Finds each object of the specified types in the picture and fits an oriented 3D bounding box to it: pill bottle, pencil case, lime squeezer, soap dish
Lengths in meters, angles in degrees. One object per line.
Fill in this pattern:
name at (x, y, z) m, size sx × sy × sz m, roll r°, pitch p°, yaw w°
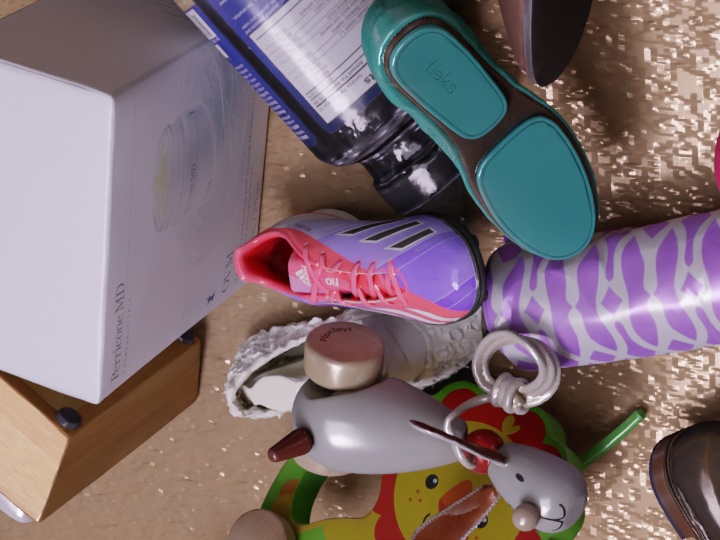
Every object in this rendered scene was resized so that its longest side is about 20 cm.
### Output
pill bottle at (-0.013, -0.134, 1.202) m, size 0.112 × 0.112 × 0.200 m, roll -34°, pitch 105°, yaw 36°
pencil case at (0.166, 0.006, 1.197) m, size 0.198 × 0.086 × 0.084 m, roll -8°, pitch 146°, yaw 32°
lime squeezer at (0.094, 0.126, 1.323) m, size 0.198 × 0.038 × 0.071 m, roll -4°, pitch 78°, yaw 31°
soap dish at (-0.207, 0.061, 1.355) m, size 0.157 × 0.200 × 0.081 m, roll 39°, pitch 122°, yaw 8°

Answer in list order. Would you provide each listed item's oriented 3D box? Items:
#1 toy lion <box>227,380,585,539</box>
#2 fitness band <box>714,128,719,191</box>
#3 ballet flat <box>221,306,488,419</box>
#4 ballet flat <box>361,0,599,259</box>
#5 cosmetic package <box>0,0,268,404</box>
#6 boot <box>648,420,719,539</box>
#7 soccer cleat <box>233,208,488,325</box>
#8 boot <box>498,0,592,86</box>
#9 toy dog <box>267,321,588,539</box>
toy lion at (0.037, 0.150, 1.298) m, size 0.199 × 0.069 × 0.193 m, roll 28°, pitch 86°, yaw 36°
fitness band at (0.280, -0.038, 1.071) m, size 0.199 × 0.144 × 0.038 m, roll 25°, pitch 142°, yaw 19°
ballet flat at (-0.007, 0.061, 1.325) m, size 0.199 × 0.072 × 0.072 m, roll -19°, pitch 102°, yaw 33°
ballet flat at (0.066, -0.086, 1.134) m, size 0.067 × 0.071 × 0.200 m, roll -38°, pitch 129°, yaw 8°
cosmetic package at (-0.152, -0.061, 1.268) m, size 0.122 × 0.200 × 0.201 m, roll 18°, pitch 120°, yaw 21°
boot at (0.254, 0.170, 1.203) m, size 0.200 × 0.075 × 0.097 m, roll 51°, pitch 152°, yaw 2°
soccer cleat at (0.000, 0.000, 1.242) m, size 0.199 × 0.073 × 0.069 m, roll 11°, pitch 111°, yaw 56°
boot at (0.028, -0.204, 1.108) m, size 0.199 × 0.064 × 0.188 m, roll 16°, pitch 122°, yaw 35°
toy dog at (0.026, 0.108, 1.224) m, size 0.199 × 0.096 × 0.133 m, roll 3°, pitch 119°, yaw 36°
